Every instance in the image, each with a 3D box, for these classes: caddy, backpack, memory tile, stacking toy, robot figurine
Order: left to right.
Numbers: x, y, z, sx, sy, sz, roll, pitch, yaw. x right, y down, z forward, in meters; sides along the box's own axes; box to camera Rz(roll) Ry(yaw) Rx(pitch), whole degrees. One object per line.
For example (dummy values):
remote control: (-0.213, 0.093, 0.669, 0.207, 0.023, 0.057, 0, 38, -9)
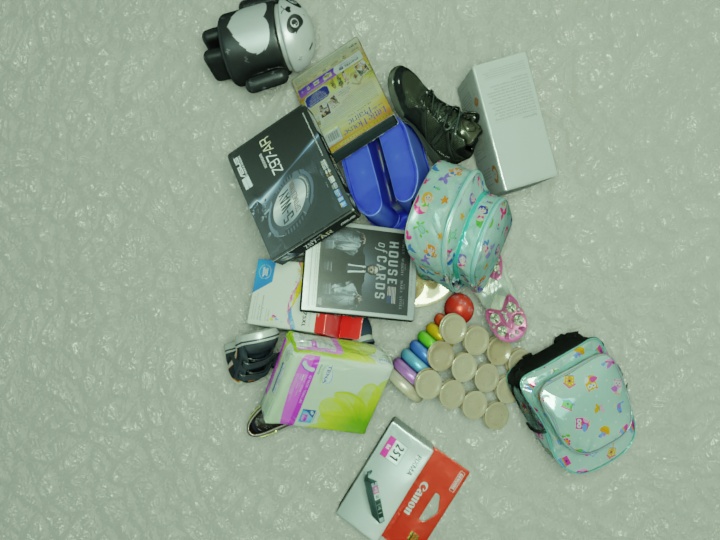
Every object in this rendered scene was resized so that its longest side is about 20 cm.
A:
robot figurine: (-0.175, -0.397, 1.134, 0.193, 0.125, 0.155, -11, 109, 6)
caddy: (0.048, -0.170, 1.128, 0.138, 0.104, 0.206, -20, 75, 20)
stacking toy: (0.132, 0.129, 1.146, 0.085, 0.085, 0.202, 39, 89, 3)
backpack: (0.154, -0.069, 1.044, 0.148, 0.200, 0.181, 20, 75, 31)
memory tile: (0.197, 0.176, 1.126, 0.196, 0.017, 0.157, 26, 88, -17)
backpack: (0.364, 0.229, 1.084, 0.172, 0.153, 0.204, -27, 98, -5)

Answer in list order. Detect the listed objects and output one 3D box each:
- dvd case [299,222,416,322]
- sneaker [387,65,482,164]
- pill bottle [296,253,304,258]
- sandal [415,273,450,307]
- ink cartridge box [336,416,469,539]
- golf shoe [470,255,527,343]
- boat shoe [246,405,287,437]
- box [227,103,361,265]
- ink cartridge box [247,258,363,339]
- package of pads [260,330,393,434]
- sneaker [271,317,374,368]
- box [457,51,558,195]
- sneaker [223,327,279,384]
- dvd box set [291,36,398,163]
dvd case: (0.000, 0.000, 1.085, 0.193, 0.025, 0.156, 6, 82, -13)
sneaker: (0.128, -0.254, 1.048, 0.200, 0.112, 0.077, 50, 59, -30)
pill bottle: (-0.108, -0.129, 1.140, 0.110, 0.114, 0.207, -10, 90, 6)
sandal: (0.070, 0.030, 1.149, 0.204, 0.070, 0.080, -4, 91, 6)
ink cartridge box: (0.077, 0.401, 1.173, 0.171, 0.044, 0.203, 33, 95, 6)
golf shoe: (0.235, 0.035, 1.136, 0.074, 0.091, 0.205, -23, 67, 17)
boat shoe: (-0.120, 0.239, 1.180, 0.197, 0.060, 0.073, -31, 89, 6)
box: (-0.110, -0.138, 1.053, 0.157, 0.043, 0.204, -28, 76, 12)
ink cartridge box: (-0.091, 0.050, 1.130, 0.194, 0.067, 0.120, 4, 79, 24)
package of pads: (-0.055, 0.190, 1.104, 0.195, 0.069, 0.158, 13, 114, -27)
sneaker: (-0.074, 0.122, 1.177, 0.194, 0.070, 0.084, -16, 73, 3)
box: (0.243, -0.236, 1.090, 0.094, 0.124, 0.206, -15, 91, -3)
sneaker: (-0.183, 0.149, 1.124, 0.076, 0.199, 0.082, -10, 81, -25)
dvd box set: (-0.031, -0.292, 1.117, 0.144, 0.029, 0.204, -30, 58, 12)
